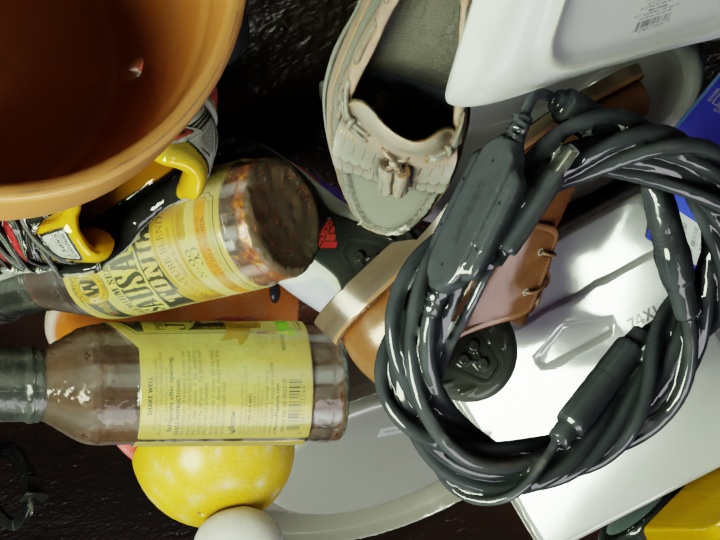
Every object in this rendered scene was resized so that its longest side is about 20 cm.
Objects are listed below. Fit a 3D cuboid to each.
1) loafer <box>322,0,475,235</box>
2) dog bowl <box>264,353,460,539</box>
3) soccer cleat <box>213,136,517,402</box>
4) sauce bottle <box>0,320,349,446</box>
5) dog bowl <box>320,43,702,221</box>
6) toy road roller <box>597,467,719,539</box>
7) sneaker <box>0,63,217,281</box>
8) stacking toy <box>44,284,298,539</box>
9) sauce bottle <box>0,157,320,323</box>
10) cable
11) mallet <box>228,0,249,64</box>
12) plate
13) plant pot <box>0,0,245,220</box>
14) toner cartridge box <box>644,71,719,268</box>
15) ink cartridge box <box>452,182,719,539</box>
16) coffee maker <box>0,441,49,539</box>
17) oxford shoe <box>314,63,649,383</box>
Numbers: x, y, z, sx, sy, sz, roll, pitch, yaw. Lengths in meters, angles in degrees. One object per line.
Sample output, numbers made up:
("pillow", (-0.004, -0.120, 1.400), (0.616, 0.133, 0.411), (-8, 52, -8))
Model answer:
("loafer", (0.020, -0.088, 1.324), (0.072, 0.063, 0.201), (9, 131, -2))
("dog bowl", (0.004, 0.095, 1.750), (0.199, 0.059, 0.200), (-16, 152, -9))
("soccer cleat", (0.000, 0.000, 1.456), (0.068, 0.200, 0.073), (-57, 163, 0))
("sauce bottle", (-0.107, 0.057, 1.441), (0.199, 0.065, 0.065), (1, 148, -14))
("dog bowl", (0.082, -0.095, 1.451), (0.199, 0.059, 0.200), (-15, 151, -8))
("toy road roller", (0.231, 0.138, 1.516), (0.146, 0.123, 0.200), (-43, -171, -14))
("sneaker", (-0.158, -0.033, 1.375), (0.199, 0.082, 0.078), (-29, 130, 15))
("stacking toy", (-0.077, 0.085, 1.525), (0.145, 0.201, 0.146), (-15, 154, -8))
("sauce bottle", (-0.114, -0.008, 1.433), (0.199, 0.066, 0.066), (-15, 159, 36))
("cable", (0.094, 0.018, 1.338), (0.163, 0.051, 0.201), (17, 103, -31))
("mallet", (-0.003, -0.149, 1.334), (0.199, 0.041, 0.066), (-20, 151, -7))
("plate", (0.140, -0.165, 1.288), (0.199, 0.032, 0.201), (-18, 139, -38))
("plant pot", (-0.154, -0.107, 1.167), (0.199, 0.201, 0.140), (-12, 169, -15))
("toner cartridge box", (0.218, -0.097, 1.438), (0.200, 0.043, 0.095), (-48, 163, -27))
("ink cartridge box", (0.143, 0.038, 1.559), (0.146, 0.146, 0.200), (-29, -179, 18))
("coffee maker", (-0.313, 0.153, 1.602), (0.199, 0.135, 0.193), (4, 126, -40))
("oxford shoe", (0.072, -0.017, 1.368), (0.200, 0.071, 0.071), (-45, 171, 16))
